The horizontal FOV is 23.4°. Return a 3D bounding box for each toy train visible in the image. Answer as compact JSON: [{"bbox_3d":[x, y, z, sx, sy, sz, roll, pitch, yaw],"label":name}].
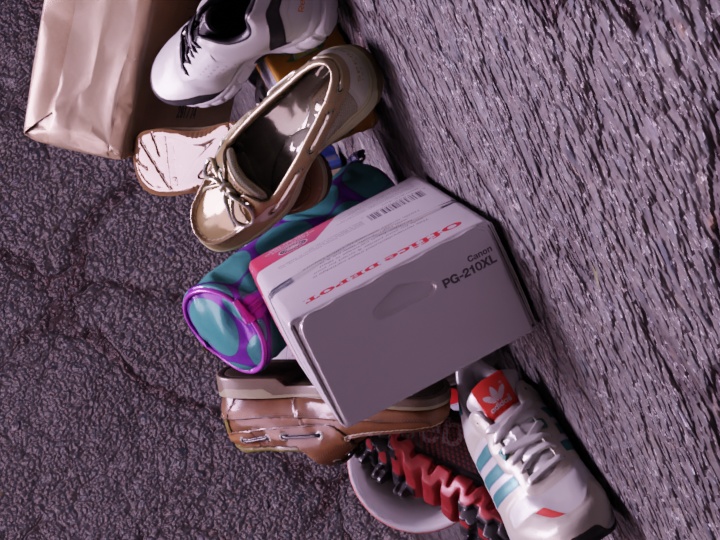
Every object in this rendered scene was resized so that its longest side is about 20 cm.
[{"bbox_3d":[-0.046,-0.120,1.731,0.200,0.034,0.046,-126,24,-65],"label":"toy train"}]

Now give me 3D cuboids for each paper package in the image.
[{"bbox_3d":[-0.182,-0.199,1.468,0.200,0.103,0.192,-27,-46,-66],"label":"paper package"}]

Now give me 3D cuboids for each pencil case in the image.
[{"bbox_3d":[-0.043,-0.006,1.344,0.085,0.200,0.092,52,147,-5],"label":"pencil case"}]

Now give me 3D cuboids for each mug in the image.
[{"bbox_3d":[0.058,0.187,1.654,0.200,0.133,0.178,-162,48,-87],"label":"mug"}]

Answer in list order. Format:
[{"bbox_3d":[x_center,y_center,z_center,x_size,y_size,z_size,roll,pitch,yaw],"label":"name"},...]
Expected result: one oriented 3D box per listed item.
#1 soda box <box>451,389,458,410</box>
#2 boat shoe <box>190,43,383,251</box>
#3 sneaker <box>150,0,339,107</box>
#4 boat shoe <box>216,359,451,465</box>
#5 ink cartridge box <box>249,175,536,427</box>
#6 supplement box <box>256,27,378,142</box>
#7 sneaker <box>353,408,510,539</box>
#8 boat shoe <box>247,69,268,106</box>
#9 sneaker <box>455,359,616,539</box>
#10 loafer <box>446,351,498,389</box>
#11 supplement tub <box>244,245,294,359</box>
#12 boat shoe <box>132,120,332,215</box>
[{"bbox_3d":[0.072,0.105,1.472,0.200,0.063,0.068,58,172,52],"label":"soda box"},{"bbox_3d":[-0.066,-0.086,1.256,0.073,0.200,0.063,56,-150,11],"label":"boat shoe"},{"bbox_3d":[-0.106,-0.177,1.291,0.200,0.080,0.074,-25,74,47],"label":"sneaker"},{"bbox_3d":[-0.016,0.108,1.299,0.199,0.072,0.068,3,106,35],"label":"boat shoe"},{"bbox_3d":[0.016,0.015,1.175,0.085,0.144,0.200,64,175,-15],"label":"ink cartridge box"},{"bbox_3d":[-0.058,-0.190,1.360,0.201,0.066,0.069,61,171,26],"label":"supplement box"},{"bbox_3d":[0.069,0.138,1.341,0.200,0.098,0.071,35,156,23],"label":"sneaker"},{"bbox_3d":[-0.061,-0.158,1.515,0.072,0.065,0.200,68,174,-31],"label":"boat shoe"},{"bbox_3d":[0.107,0.123,1.187,0.094,0.070,0.200,60,179,-22],"label":"sneaker"},{"bbox_3d":[0.061,0.068,1.357,0.070,0.070,0.200,33,172,-2],"label":"loafer"},{"bbox_3d":[-0.049,0.039,1.628,0.132,0.131,0.201,-124,34,-53],"label":"supplement tub"},{"bbox_3d":[-0.089,-0.085,1.360,0.199,0.072,0.073,5,104,41],"label":"boat shoe"}]
